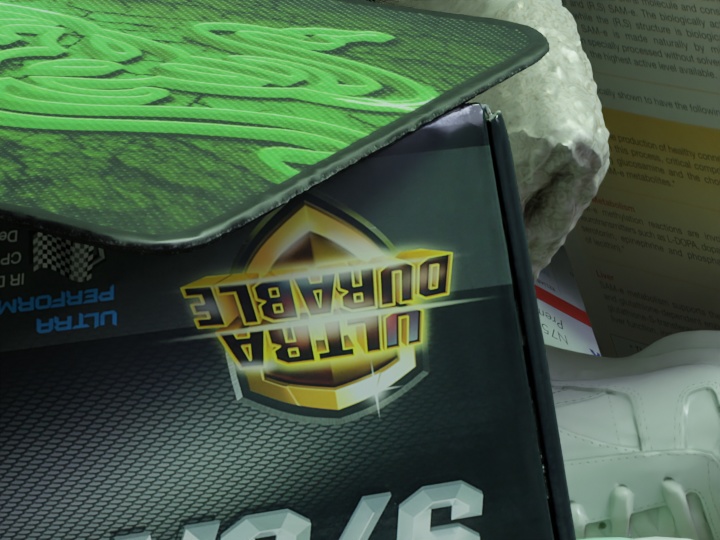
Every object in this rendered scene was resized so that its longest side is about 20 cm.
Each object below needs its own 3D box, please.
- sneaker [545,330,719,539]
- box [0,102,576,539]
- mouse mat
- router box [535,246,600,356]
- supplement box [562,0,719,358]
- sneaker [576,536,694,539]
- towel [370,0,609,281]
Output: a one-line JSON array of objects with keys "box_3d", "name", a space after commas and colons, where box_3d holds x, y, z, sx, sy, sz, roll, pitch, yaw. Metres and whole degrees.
[{"box_3d": [0.059, 0.065, 0.820, 0.100, 0.199, 0.075, -63, 145, -32], "name": "sneaker"}, {"box_3d": [-0.057, 0.058, 0.562, 0.199, 0.046, 0.159, -7, 85, -25], "name": "box"}, {"box_3d": [-0.081, -0.044, 0.596, 0.199, 0.008, 0.161, 13, 23, 25], "name": "mouse mat"}, {"box_3d": [0.014, -0.026, 1.009, 0.200, 0.049, 0.180, 28, 31, -33], "name": "router box"}, {"box_3d": [0.109, -0.049, 0.829, 0.073, 0.126, 0.200, -37, 122, -29], "name": "supplement box"}, {"box_3d": [0.041, 0.168, 0.747, 0.074, 0.118, 0.201, 8, 80, -43], "name": "sneaker"}, {"box_3d": [0.000, 0.000, 0.781, 0.034, 0.200, 0.133, 20, 34, -23], "name": "towel"}]
